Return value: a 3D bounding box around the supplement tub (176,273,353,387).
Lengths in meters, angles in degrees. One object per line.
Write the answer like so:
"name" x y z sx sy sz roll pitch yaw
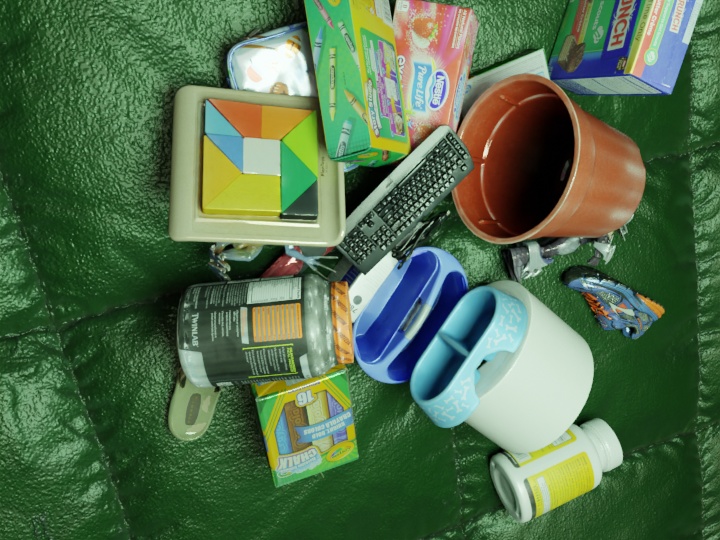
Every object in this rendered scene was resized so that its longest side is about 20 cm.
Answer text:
"supplement tub" -0.108 0.070 0.797 0.195 0.123 0.125 -5 105 1

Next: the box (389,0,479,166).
"box" 0.082 -0.232 0.863 0.098 0.095 0.205 14 101 13

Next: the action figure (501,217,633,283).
"action figure" 0.311 -0.045 0.991 0.197 0.130 0.070 -23 105 5

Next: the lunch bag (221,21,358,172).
"lunch bag" -0.087 -0.207 0.844 0.157 0.076 0.204 -20 108 -9

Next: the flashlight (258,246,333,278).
"flashlight" -0.099 -0.009 0.891 0.200 0.068 0.068 -44 113 -4

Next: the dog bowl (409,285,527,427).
"dog bowl" 0.138 0.109 0.887 0.049 0.111 0.202 34 91 -26

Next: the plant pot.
"plant pot" 0.252 -0.126 0.864 0.192 0.199 0.205 5 102 -38

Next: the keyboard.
"keyboard" 0.065 -0.072 0.818 0.200 0.040 0.104 -44 121 8

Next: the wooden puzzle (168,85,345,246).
"wooden puzzle" -0.116 -0.122 0.758 0.195 0.037 0.189 0 73 -10

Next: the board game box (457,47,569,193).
"board game box" 0.214 -0.193 0.963 0.151 0.040 0.204 -23 109 -12

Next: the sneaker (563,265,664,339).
"sneaker" 0.402 0.056 1.071 0.197 0.075 0.080 25 98 -20

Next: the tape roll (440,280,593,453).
"tape roll" 0.210 0.136 0.957 0.138 0.203 0.204 35 91 -23

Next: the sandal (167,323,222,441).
"sandal" -0.212 0.138 0.895 0.078 0.057 0.206 6 101 -19

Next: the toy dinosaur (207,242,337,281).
"toy dinosaur" -0.114 -0.069 0.829 0.199 0.106 0.182 37 67 18

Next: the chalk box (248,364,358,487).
"chalk box" -0.081 0.194 0.904 0.121 0.125 0.204 -14 122 -15

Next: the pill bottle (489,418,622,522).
"pill bottle" 0.319 0.316 1.085 0.196 0.111 0.113 -20 109 -12

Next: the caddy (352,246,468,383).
"caddy" 0.064 0.058 0.939 0.140 0.105 0.202 32 92 -23

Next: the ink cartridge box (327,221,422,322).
"ink cartridge box" 0.000 0.000 0.909 0.039 0.099 0.201 38 90 -22

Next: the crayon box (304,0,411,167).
"crayon box" -0.001 -0.229 0.778 0.057 0.118 0.205 -8 90 28

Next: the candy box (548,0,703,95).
"candy box" 0.349 -0.328 0.888 0.076 0.200 0.173 14 99 -20
